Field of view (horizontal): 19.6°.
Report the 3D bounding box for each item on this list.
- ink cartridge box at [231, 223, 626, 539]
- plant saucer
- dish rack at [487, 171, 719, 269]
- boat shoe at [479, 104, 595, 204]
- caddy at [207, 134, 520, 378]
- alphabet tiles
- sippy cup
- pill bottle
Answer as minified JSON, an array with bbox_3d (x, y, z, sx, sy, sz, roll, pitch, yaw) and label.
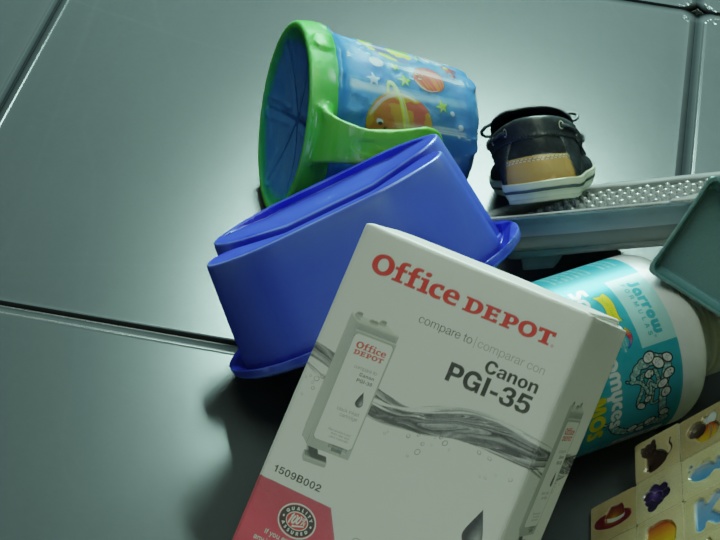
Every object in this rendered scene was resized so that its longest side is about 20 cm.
[{"bbox_3d":[0.037,0.091,1.151,0.146,0.200,0.083,23,1,21],"label":"ink cartridge box"},{"bbox_3d":[0.272,0.022,1.266,0.200,0.070,0.019,32,7,-9],"label":"plant saucer"},{"bbox_3d":[0.192,-0.035,1.371,0.200,0.044,0.172,-4,8,29],"label":"dish rack"},{"bbox_3d":[0.121,-0.082,1.421,0.075,0.062,0.200,-9,5,5],"label":"boat shoe"},{"bbox_3d":[0.000,0.000,1.296,0.200,0.105,0.141,-25,11,6],"label":"caddy"},{"bbox_3d":[0.196,0.147,1.162,0.006,0.166,0.200,42,31,-25],"label":"alphabet tiles"},{"bbox_3d":[0.008,-0.098,1.444,0.130,0.140,0.178,6,47,-18],"label":"sippy cup"},{"bbox_3d":[0.133,0.055,1.276,0.200,0.111,0.111,-17,44,-25],"label":"pill bottle"}]
